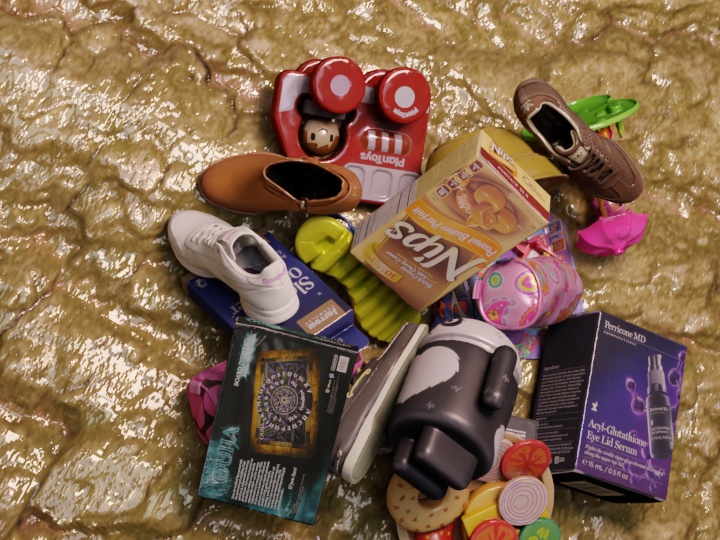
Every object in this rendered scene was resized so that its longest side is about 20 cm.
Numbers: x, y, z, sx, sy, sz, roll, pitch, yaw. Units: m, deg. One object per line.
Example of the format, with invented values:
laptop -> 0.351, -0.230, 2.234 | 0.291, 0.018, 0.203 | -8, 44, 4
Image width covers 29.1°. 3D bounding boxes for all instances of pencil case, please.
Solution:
pencil case -> -0.099, 0.118, 1.562 | 0.199, 0.091, 0.094 | -28, 119, -25
pencil case -> 0.195, 0.025, 1.605 | 0.200, 0.087, 0.088 | -3, 75, -66

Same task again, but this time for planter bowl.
planter bowl -> 0.140, -0.117, 1.643 | 0.199, 0.200, 0.084 | -14, 83, -23

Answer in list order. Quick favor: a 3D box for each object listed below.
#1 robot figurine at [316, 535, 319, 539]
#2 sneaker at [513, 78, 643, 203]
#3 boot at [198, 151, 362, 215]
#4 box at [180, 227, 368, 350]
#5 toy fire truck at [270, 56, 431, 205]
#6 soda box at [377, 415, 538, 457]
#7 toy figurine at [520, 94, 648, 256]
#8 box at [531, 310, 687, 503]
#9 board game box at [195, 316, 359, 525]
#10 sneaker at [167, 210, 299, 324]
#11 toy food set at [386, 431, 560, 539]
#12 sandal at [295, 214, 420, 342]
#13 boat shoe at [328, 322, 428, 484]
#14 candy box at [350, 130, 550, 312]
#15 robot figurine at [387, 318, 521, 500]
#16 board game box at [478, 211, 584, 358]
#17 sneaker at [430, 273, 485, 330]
robot figurine -> -0.056, 0.391, 1.500 | 0.169, 0.113, 0.201 | 24, 70, 6
sneaker -> 0.250, -0.135, 1.610 | 0.200, 0.070, 0.076 | 39, 25, -15
boot -> -0.097, -0.094, 1.551 | 0.198, 0.155, 0.077 | 11, 92, 6
box -> -0.094, 0.043, 1.552 | 0.121, 0.033, 0.200 | -33, 57, -24
toy fire truck -> -0.010, -0.163, 1.657 | 0.198, 0.112, 0.170 | 6, 94, -19
soda box -> 0.106, 0.194, 1.635 | 0.198, 0.063, 0.071 | 13, 73, -18
toy figurine -> 0.298, -0.111, 1.754 | 0.149, 0.200, 0.185 | -14, 105, 13
box -> 0.297, 0.167, 1.681 | 0.147, 0.104, 0.202 | 19, 72, -26
board game box -> -0.089, 0.161, 1.479 | 0.134, 0.028, 0.202 | 15, 103, 0
sneaker -> -0.141, -0.026, 1.527 | 0.075, 0.100, 0.199 | -38, 54, -26
toy food set -> 0.136, 0.270, 1.593 | 0.197, 0.049, 0.201 | -24, 110, -7
sandal -> 0.000, 0.000, 1.633 | 0.079, 0.087, 0.200 | -36, 112, 8
boat shoe -> 0.012, 0.137, 1.548 | 0.060, 0.072, 0.202 | 20, 65, 21
candy box -> 0.098, -0.051, 1.533 | 0.115, 0.200, 0.055 | 41, 33, -20
robot figurine -> 0.100, 0.145, 1.502 | 0.149, 0.125, 0.201 | 5, 49, 24
board game box -> 0.210, 0.008, 1.729 | 0.157, 0.039, 0.202 | -7, 80, -22
sneaker -> 0.114, 0.053, 1.667 | 0.078, 0.075, 0.201 | -18, 80, -7
